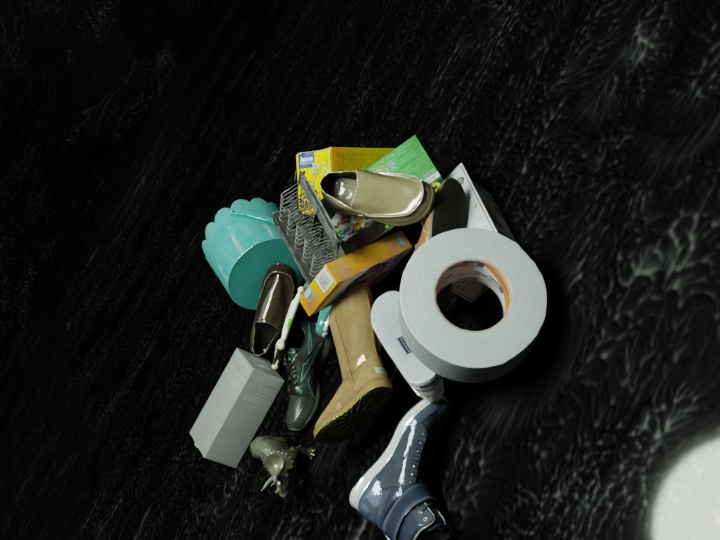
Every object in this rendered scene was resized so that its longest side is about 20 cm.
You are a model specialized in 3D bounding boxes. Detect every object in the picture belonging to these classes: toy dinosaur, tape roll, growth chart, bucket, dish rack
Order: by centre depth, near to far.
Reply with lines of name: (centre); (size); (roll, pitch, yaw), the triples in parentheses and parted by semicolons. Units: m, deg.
tape roll: (0.150, 0.046, 1.031); (0.196, 0.066, 0.204); (-1, 66, 2)
dish rack: (-0.085, -0.066, 1.232); (0.054, 0.155, 0.200); (-28, -12, -15)
toy dinosaur: (-0.146, 0.315, 1.306); (0.078, 0.102, 0.199); (-60, 35, 0)
growth chart: (-0.137, 0.106, 1.426); (0.200, 0.017, 0.147); (117, 172, -67)
bucket: (-0.211, -0.031, 1.554); (0.208, 0.206, 0.135); (-51, 47, 14)

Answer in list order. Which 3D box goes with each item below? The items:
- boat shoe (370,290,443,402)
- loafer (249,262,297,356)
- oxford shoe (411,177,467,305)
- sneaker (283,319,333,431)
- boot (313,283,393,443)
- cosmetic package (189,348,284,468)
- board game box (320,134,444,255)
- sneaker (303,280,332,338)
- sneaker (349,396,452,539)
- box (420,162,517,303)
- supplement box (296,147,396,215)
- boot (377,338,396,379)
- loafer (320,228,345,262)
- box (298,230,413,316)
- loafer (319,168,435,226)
boat shoe: (0.073, 0.113, 1.118); (0.070, 0.070, 0.201); (-28, 41, -2)
loafer: (-0.172, 0.085, 1.495); (0.072, 0.072, 0.203); (-94, 18, -70)
oxford shoe: (0.109, -0.046, 1.149); (0.071, 0.071, 0.203); (-7, 62, 55)
sneaker: (-0.111, 0.187, 1.373); (0.075, 0.079, 0.203); (-12, 59, 48)
boot: (-0.023, 0.150, 1.208); (0.175, 0.066, 0.202); (-42, 41, 25)
cosmetic package: (-0.244, 0.269, 1.487); (0.202, 0.089, 0.107); (-62, 34, 5)
board game box: (0.035, -0.119, 1.227); (0.198, 0.106, 0.023); (-33, -4, 6)
sneaker: (-0.067, 0.039, 1.404); (0.078, 0.078, 0.202); (101, 174, -50)
sneaker: (0.092, 0.284, 1.044); (0.204, 0.077, 0.146); (-54, 42, -4)
box: (0.167, -0.062, 1.198); (0.117, 0.060, 0.202); (-45, 37, 23)
supplement box: (-0.002, -0.157, 1.345); (0.108, 0.197, 0.112); (2, 96, 53)
boot: (0.038, 0.081, 1.262); (0.202, 0.072, 0.144); (-58, 32, 11)
loafer: (-0.036, -0.051, 1.394); (0.076, 0.068, 0.202); (90, -174, -51)
box: (0.000, 0.000, 1.267); (0.042, 0.199, 0.119); (54, 141, 10)
loafer: (0.018, -0.113, 1.150); (0.197, 0.067, 0.078); (4, 82, 32)
